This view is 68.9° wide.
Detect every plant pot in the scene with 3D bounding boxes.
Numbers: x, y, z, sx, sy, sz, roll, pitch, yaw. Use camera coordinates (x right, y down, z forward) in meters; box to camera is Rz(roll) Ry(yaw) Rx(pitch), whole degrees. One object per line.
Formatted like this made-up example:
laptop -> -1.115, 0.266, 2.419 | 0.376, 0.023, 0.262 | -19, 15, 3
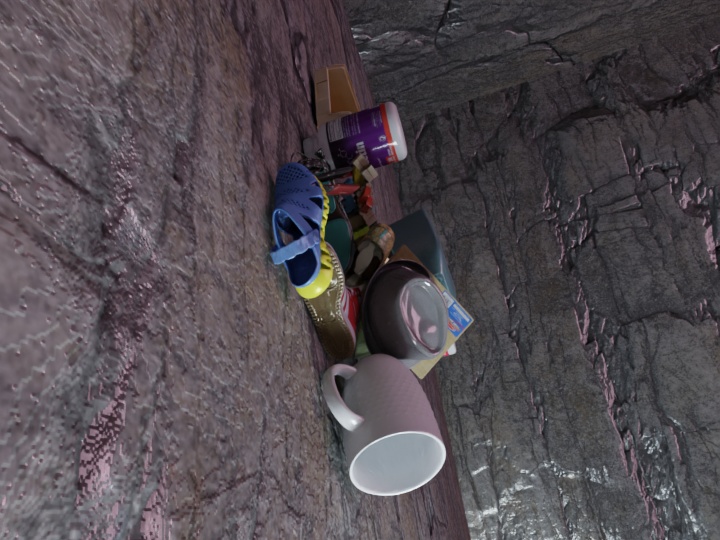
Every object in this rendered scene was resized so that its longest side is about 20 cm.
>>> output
plant pot -> 0.127, 0.014, 1.253 | 0.202, 0.192, 0.199 | -113, 177, -54

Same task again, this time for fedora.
fedora -> 0.091, 0.082, 0.888 | 0.089, 0.174, 0.205 | 7, -62, 58

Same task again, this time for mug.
mug -> 0.021, 0.213, 0.804 | 0.198, 0.148, 0.177 | 33, 23, -30

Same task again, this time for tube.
tube -> 0.025, 0.070, 1.032 | 0.058, 0.050, 0.205 | 76, 21, -64

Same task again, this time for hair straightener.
hair straightener -> -0.073, -0.164, 0.882 | 0.198, 0.040, 0.079 | -17, 85, -55

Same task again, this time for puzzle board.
puzzle board -> 0.095, 0.078, 0.971 | 0.200, 0.151, 0.017 | 45, -2, -11

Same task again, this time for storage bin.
storage bin -> -0.047, -0.376, 1.321 | 0.200, 0.091, 0.204 | 65, 15, -49

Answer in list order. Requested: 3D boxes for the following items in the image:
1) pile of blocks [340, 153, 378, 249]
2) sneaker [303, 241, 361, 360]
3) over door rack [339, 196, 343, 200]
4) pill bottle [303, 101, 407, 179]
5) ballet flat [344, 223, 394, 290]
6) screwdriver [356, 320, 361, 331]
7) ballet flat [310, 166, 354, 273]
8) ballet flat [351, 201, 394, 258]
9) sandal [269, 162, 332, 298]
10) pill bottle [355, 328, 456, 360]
pile of blocks -> -0.005, -0.113, 0.990 | 0.062, 0.080, 0.206 | -131, -143, -72
sneaker -> -0.045, 0.027, 0.833 | 0.113, 0.069, 0.205 | -79, 161, -59
over door rack -> -0.035, -0.145, 1.147 | 0.149, 0.065, 0.205 | 62, 17, -56
pill bottle -> -0.011, -0.251, 1.043 | 0.112, 0.194, 0.116 | -15, 90, -80
ballet flat -> 0.000, 0.000, 0.973 | 0.072, 0.069, 0.202 | -95, -153, -47
screwdriver -> -0.011, 0.091, 0.950 | 0.029, 0.028, 0.200 | 54, -3, 0
ballet flat -> -0.054, -0.091, 0.968 | 0.074, 0.072, 0.206 | 8, 70, -79
ballet flat -> 0.016, -0.057, 1.104 | 0.069, 0.067, 0.202 | -59, 140, -27
sandal -> -0.088, -0.069, 0.720 | 0.087, 0.078, 0.205 | 33, 37, -54
pill bottle -> 0.088, 0.136, 1.064 | 0.111, 0.195, 0.114 | -16, 89, -80
